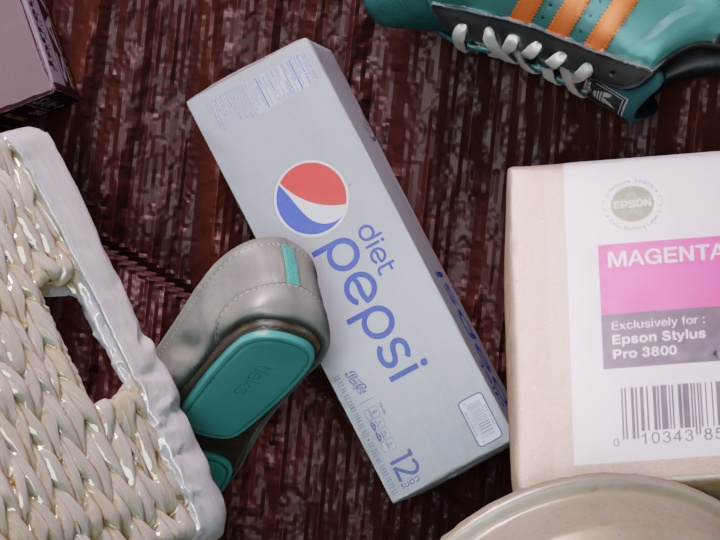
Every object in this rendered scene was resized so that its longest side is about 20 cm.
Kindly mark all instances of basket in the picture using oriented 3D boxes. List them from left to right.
[{"bbox_3d":[-0.200,0.073,1.273,0.200,0.161,0.199,-29,84,36],"label":"basket"}]

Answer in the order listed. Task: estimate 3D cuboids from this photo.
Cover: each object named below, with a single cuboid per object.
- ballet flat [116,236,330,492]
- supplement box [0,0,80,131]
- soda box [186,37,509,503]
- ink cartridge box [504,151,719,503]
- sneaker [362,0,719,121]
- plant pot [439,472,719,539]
[{"bbox_3d":[-0.075,0.057,1.326,0.067,0.200,0.064,17,45,-27],"label":"ballet flat"},{"bbox_3d":[-0.240,-0.094,1.371,0.199,0.061,0.109,-20,86,7],"label":"supplement box"},{"bbox_3d":[0.000,0.000,1.335,0.063,0.068,0.201,-28,84,7],"label":"soda box"},{"bbox_3d":[0.162,0.033,1.278,0.199,0.075,0.165,-5,58,7],"label":"ink cartridge box"},{"bbox_3d":[0.097,-0.107,1.326,0.199,0.071,0.080,0,84,5],"label":"sneaker"},{"bbox_3d":[0.113,0.196,1.134,0.199,0.183,0.202,-2,102,-12],"label":"plant pot"}]
